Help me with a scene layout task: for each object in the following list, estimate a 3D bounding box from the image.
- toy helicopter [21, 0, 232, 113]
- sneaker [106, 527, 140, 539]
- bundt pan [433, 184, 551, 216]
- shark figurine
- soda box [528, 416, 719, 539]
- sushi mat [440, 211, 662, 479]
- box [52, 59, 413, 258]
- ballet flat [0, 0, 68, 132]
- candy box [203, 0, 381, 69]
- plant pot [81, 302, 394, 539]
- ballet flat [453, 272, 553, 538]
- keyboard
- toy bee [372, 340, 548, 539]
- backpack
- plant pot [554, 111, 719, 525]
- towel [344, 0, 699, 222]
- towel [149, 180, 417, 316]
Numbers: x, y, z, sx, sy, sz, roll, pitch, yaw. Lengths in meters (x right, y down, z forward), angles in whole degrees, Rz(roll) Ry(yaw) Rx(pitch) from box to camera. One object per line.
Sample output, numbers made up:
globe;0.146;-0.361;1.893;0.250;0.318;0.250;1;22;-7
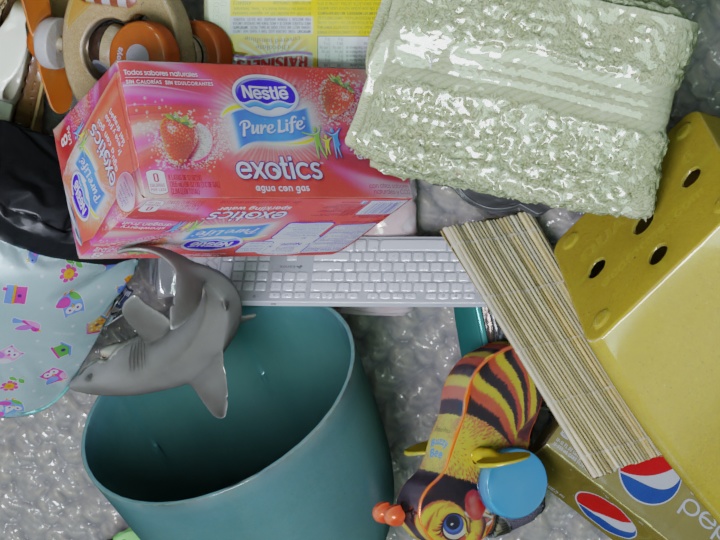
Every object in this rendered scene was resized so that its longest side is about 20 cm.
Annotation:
toy helicopter;-0.178;-0.187;1.511;0.132;0.079;0.200;-23;84;31
sneaker;-0.147;0.280;1.697;0.084;0.077;0.201;-5;103;27
bundt pan;0.117;-0.133;1.495;0.201;0.076;0.202;-1;96;-11
shark figurine;-0.105;0.049;1.495;0.128;0.215;0.090;-7;69;-22
soda box;0.211;0.164;1.562;0.200;0.068;0.064;38;68;0
sushi mat;0.133;0.046;1.527;0.012;0.096;0.200;-45;68;41
box;-0.081;-0.069;1.463;0.103;0.200;0.095;-37;61;51
ballet flat;-0.252;-0.115;1.588;0.068;0.063;0.200;17;108;4
candy box;-0.005;-0.167;1.531;0.199;0.026;0.103;1;99;-3
plant pot;-0.068;0.142;1.578;0.200;0.201;0.161;-17;125;12
ballet flat;0.104;0.088;1.610;0.072;0.072;0.201;-2;106;8
keyboard;0.000;0.000;1.566;0.199;0.056;0.011;0;148;8
toy bee;0.067;0.141;1.508;0.108;0.200;0.131;9;155;-26
backpack;-0.238;0.003;1.564;0.167;0.127;0.200;17;130;-21
plant pot;0.239;0.020;1.469;0.176;0.200;0.200;37;109;-24
towel;0.100;-0.115;1.426;0.199;0.036;0.149;14;93;3
towel;-0.055;-0.069;1.593;0.190;0.032;0.201;2;108;6
